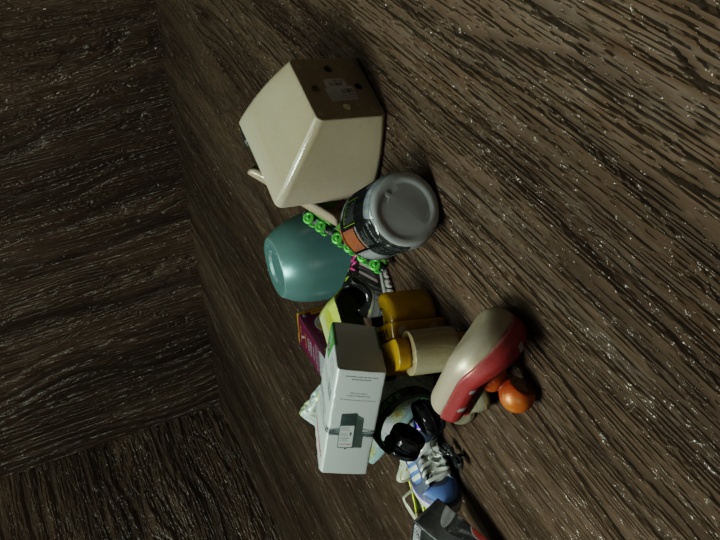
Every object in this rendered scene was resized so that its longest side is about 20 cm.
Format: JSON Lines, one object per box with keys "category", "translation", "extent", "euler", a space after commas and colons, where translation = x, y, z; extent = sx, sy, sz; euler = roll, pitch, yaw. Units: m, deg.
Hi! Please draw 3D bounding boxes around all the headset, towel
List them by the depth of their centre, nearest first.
{"category": "headset", "translation": [0.103, 0.276, 1.484], "extent": [0.200, 0.124, 0.094], "euler": [39, -174, -42]}
{"category": "towel", "translation": [0.015, 0.225, 1.566], "extent": [0.170, 0.201, 0.048], "euler": [36, -171, -10]}

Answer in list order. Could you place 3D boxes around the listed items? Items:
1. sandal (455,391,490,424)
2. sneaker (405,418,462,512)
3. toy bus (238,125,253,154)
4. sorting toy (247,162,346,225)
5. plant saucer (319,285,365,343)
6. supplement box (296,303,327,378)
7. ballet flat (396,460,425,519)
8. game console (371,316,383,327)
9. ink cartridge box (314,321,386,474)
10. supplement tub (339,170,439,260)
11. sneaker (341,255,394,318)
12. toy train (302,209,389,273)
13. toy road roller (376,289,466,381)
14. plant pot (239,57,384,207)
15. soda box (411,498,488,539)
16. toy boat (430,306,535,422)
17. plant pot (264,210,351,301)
{"category": "sandal", "translation": [0.158, 0.208, 1.418], "extent": [0.200, 0.053, 0.081], "euler": [119, 133, -73]}
{"category": "sneaker", "translation": [0.119, 0.328, 1.594], "extent": [0.201, 0.079, 0.148], "euler": [-123, 20, -54]}
{"category": "toy bus", "translation": [-0.147, -0.240, 1.837], "extent": [0.200, 0.135, 0.194], "euler": [35, 151, 58]}
{"category": "sorting toy", "translation": [-0.100, -0.164, 1.609], "extent": [0.037, 0.183, 0.200], "euler": [-59, 3, 21]}
{"category": "plant saucer", "translation": [-0.027, 0.133, 1.698], "extent": [0.200, 0.047, 0.203], "euler": [-49, -56, -77]}
{"category": "supplement box", "translation": [-0.052, 0.164, 1.901], "extent": [0.200, 0.109, 0.087], "euler": [-129, 29, -47]}
{"category": "ballet flat", "translation": [0.108, 0.420, 1.724], "extent": [0.067, 0.066, 0.203], "euler": [154, 100, -72]}
{"category": "game console", "translation": [0.027, 0.201, 1.696], "extent": [0.172, 0.117, 0.203], "euler": [-142, 40, -60]}
{"category": "ink cartridge box", "translation": [-0.020, 0.210, 1.443], "extent": [0.147, 0.082, 0.203], "euler": [-103, 21, -63]}
{"category": "supplement tub", "translation": [0.038, -0.083, 1.423], "extent": [0.200, 0.121, 0.125], "euler": [165, 88, -71]}
{"category": "sneaker", "translation": [0.000, 0.000, 1.654], "extent": [0.074, 0.086, 0.203], "euler": [140, 112, -70]}
{"category": "toy train", "translation": [-0.022, -0.065, 1.618], "extent": [0.199, 0.057, 0.042], "euler": [35, -179, 19]}
{"category": "toy road roller", "translation": [0.088, 0.100, 1.445], "extent": [0.200, 0.121, 0.149], "euler": [145, 119, -71]}
{"category": "plant pot", "translation": [-0.068, -0.252, 1.508], "extent": [0.202, 0.197, 0.178], "euler": [64, 145, 26]}
{"category": "soda box", "translation": [0.179, 0.479, 1.475], "extent": [0.199, 0.070, 0.064], "euler": [34, 141, 32]}
{"category": "toy boat", "translation": [0.187, 0.149, 1.232], "extent": [0.130, 0.131, 0.201], "euler": [32, 145, 12]}
{"category": "plant pot", "translation": [-0.107, -0.028, 1.827], "extent": [0.200, 0.159, 0.204], "euler": [164, 90, -71]}
